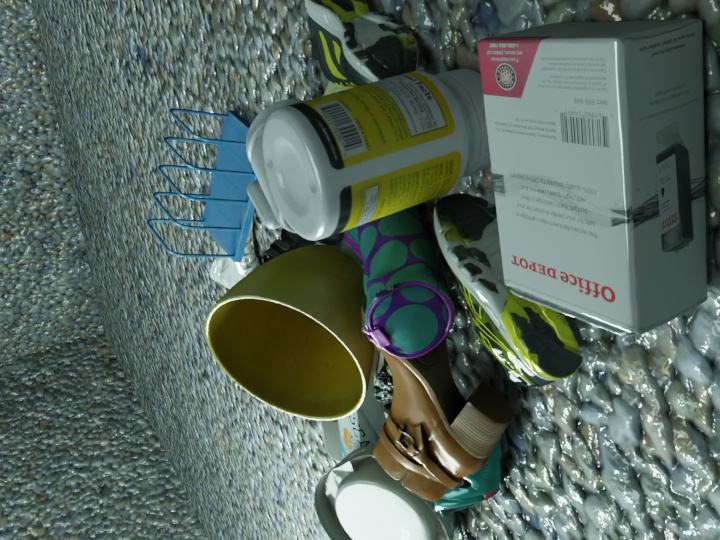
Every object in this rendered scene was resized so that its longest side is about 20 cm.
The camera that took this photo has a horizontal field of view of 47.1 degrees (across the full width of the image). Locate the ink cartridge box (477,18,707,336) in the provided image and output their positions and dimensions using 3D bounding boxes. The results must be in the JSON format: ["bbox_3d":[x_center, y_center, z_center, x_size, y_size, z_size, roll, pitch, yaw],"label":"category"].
[{"bbox_3d":[0.168,-0.072,0.601,0.145,0.084,0.203,25,128,57],"label":"ink cartridge box"}]

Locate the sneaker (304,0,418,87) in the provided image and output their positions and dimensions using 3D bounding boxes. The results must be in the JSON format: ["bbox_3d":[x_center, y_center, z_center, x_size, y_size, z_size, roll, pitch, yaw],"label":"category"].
[{"bbox_3d":[0.002,-0.222,0.857,0.085,0.074,0.201,92,156,-43],"label":"sneaker"}]

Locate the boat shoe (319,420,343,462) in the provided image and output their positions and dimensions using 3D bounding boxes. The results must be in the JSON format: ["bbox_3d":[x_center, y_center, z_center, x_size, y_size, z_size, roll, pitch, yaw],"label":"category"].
[{"bbox_3d":[-0.036,0.181,1.232,0.069,0.071,0.203,36,-144,-86],"label":"boat shoe"}]

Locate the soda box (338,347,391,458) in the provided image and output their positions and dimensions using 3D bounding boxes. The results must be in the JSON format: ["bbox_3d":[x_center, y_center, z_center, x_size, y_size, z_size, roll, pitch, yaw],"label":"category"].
[{"bbox_3d":[0.008,0.186,1.135,0.063,0.068,0.203,29,132,53],"label":"soda box"}]

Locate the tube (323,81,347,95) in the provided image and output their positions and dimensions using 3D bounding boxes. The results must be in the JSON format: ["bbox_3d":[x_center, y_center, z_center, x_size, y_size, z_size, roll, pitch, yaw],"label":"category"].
[{"bbox_3d":[0.013,-0.159,0.904,0.201,0.058,0.052,56,-177,33],"label":"tube"}]

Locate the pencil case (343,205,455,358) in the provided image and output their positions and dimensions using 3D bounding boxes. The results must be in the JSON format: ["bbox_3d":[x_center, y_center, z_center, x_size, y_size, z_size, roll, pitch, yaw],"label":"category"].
[{"bbox_3d":[0.033,-0.005,0.843,0.201,0.091,0.086,-101,-11,-57],"label":"pencil case"}]

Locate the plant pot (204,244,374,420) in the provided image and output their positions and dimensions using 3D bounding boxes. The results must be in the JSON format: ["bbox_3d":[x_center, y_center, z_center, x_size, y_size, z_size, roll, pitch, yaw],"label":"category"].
[{"bbox_3d":[-0.061,0.055,0.965,0.197,0.143,0.202,15,137,14],"label":"plant pot"}]

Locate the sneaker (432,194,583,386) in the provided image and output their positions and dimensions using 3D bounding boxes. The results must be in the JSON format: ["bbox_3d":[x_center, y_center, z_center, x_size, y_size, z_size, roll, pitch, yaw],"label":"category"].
[{"bbox_3d":[0.120,0.024,0.764,0.202,0.074,0.085,61,154,19],"label":"sneaker"}]

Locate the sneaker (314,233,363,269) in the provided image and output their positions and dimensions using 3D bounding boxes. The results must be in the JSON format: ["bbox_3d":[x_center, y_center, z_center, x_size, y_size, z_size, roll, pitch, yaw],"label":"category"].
[{"bbox_3d":[0.000,0.000,1.045,0.118,0.074,0.200,36,137,-18],"label":"sneaker"}]

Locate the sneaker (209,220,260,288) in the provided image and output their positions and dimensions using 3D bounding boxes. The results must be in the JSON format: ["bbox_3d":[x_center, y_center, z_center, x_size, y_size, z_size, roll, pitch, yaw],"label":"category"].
[{"bbox_3d":[-0.202,-0.030,1.434,0.099,0.075,0.201,38,144,11],"label":"sneaker"}]

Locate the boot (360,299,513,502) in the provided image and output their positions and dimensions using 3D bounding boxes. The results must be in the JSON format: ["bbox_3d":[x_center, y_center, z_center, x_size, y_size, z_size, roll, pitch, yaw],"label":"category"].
[{"bbox_3d":[0.052,0.139,0.874,0.199,0.077,0.156,39,128,10],"label":"boot"}]

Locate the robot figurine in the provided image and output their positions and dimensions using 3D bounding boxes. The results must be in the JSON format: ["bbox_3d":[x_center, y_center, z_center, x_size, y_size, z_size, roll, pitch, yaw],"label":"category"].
[{"bbox_3d":[-0.070,-0.127,1.006,0.169,0.112,0.201,-39,59,19],"label":"robot figurine"}]

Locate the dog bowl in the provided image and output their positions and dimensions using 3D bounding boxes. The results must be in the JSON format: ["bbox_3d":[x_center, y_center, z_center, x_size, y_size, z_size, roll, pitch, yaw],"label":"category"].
[{"bbox_3d":[0.037,0.320,1.096,0.198,0.059,0.202,16,126,22],"label":"dog bowl"}]

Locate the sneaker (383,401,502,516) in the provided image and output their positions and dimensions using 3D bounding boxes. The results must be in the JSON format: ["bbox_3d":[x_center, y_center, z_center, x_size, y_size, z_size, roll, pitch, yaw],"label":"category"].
[{"bbox_3d":[0.098,0.222,0.972,0.199,0.083,0.123,7,105,61],"label":"sneaker"}]

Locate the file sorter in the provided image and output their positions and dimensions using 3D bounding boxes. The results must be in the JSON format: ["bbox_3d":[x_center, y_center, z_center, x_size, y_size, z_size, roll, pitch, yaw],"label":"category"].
[{"bbox_3d":[-0.242,-0.134,1.279,0.139,0.121,0.202,41,122,45],"label":"file sorter"}]

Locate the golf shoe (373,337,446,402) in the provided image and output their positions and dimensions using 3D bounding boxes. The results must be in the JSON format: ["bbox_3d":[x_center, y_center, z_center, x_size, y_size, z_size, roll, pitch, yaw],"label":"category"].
[{"bbox_3d":[0.057,0.077,0.973,0.202,0.076,0.089,105,158,-43],"label":"golf shoe"}]

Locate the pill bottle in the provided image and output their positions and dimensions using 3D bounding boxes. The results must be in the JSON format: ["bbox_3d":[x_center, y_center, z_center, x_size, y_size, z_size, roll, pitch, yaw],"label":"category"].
[{"bbox_3d":[0.024,-0.109,0.732,0.114,0.198,0.116,43,144,43],"label":"pill bottle"}]

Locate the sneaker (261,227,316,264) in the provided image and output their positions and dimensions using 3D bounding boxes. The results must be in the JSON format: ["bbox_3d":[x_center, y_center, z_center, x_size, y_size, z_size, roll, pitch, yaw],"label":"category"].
[{"bbox_3d":[-0.094,-0.058,1.132,0.071,0.098,0.203,-8,100,66],"label":"sneaker"}]
